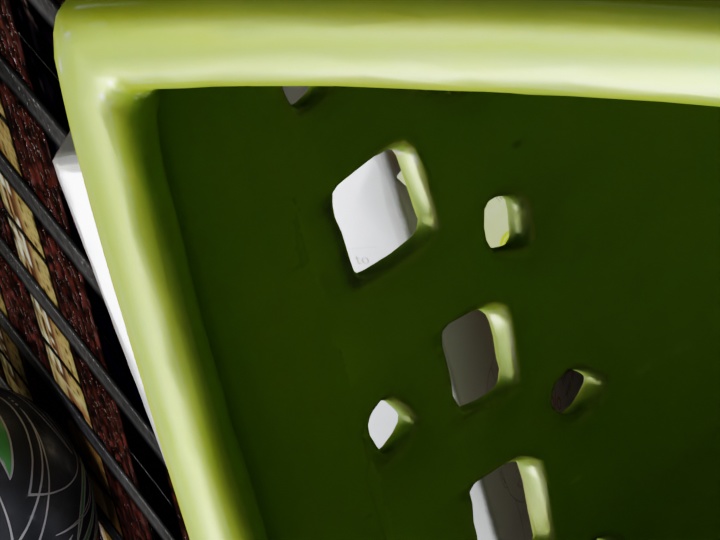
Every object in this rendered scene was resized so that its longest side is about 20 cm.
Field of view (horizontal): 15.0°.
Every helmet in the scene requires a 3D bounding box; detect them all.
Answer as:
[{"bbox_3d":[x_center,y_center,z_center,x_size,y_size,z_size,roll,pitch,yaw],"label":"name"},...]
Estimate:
[{"bbox_3d":[-0.279,0.175,1.921,0.200,0.190,0.201,-7,-90,-79],"label":"helmet"}]

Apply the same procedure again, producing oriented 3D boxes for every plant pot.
[{"bbox_3d":[0.092,0.007,0.493,0.198,0.181,0.201,7,123,40],"label":"plant pot"}]

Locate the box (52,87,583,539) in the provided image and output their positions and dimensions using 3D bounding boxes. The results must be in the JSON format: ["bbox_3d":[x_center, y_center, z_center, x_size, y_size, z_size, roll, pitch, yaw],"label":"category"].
[{"bbox_3d":[0.000,0.000,0.881,0.106,0.152,0.201,-3,125,21],"label":"box"}]

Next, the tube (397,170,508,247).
[{"bbox_3d":[0.101,0.017,0.726,0.200,0.058,0.052,40,-174,2],"label":"tube"}]
